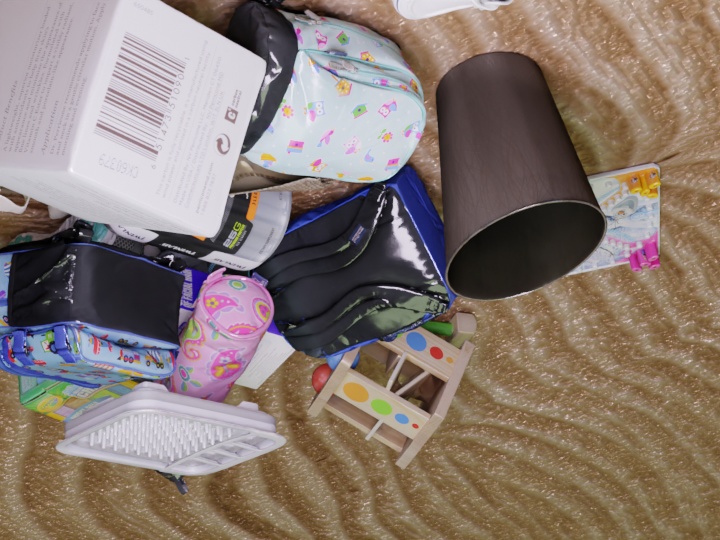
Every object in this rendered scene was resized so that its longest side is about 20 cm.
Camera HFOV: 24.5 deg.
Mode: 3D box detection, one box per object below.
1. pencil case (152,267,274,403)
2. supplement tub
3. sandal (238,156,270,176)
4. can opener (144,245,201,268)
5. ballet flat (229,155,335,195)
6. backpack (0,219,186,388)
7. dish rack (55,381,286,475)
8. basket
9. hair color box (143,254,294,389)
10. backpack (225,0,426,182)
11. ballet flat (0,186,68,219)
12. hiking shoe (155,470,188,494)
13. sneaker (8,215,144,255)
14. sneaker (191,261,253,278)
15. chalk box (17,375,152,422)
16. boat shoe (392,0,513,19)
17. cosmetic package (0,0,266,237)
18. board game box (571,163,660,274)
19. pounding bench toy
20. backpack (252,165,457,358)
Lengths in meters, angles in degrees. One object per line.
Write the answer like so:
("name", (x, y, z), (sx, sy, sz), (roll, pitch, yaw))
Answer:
("pencil case", (-0.157, 0.083, 1.730), (0.087, 0.088, 0.200), (5, 143, -22))
("supplement tub", (-0.177, -0.079, 1.646), (0.199, 0.124, 0.122), (16, 141, -36))
("sandal", (-0.058, -0.125, 1.662), (0.199, 0.076, 0.048), (8, 177, -31))
("can opener", (-0.198, -0.017, 1.809), (0.199, 0.053, 0.066), (-28, 140, 26))
("ballet flat", (-0.106, -0.099, 1.584), (0.198, 0.068, 0.046), (-1, -175, -28))
("backpack", (-0.293, 0.041, 1.616), (0.198, 0.136, 0.182), (-7, 165, 31))
("dish rack", (-0.194, 0.161, 1.698), (0.199, 0.044, 0.171), (15, 152, -40))
("basket", (0.142, -0.100, 1.624), (0.135, 0.202, 0.180), (16, 140, -34))
("hair color box", (-0.175, 0.058, 1.814), (0.199, 0.065, 0.109), (16, 139, -29))
("backpack", (-0.039, -0.160, 1.542), (0.198, 0.127, 0.167), (7, 136, -34))
("ballet flat", (-0.324, -0.083, 1.655), (0.198, 0.066, 0.071), (5, 148, -22))
("hiking shoe", (-0.214, 0.192, 2.011), (0.075, 0.200, 0.101), (-26, 107, 26))
("sneaker", (-0.308, -0.002, 1.757), (0.199, 0.078, 0.091), (-17, 146, 39))
("sneaker", (-0.100, 0.027, 1.884), (0.081, 0.074, 0.199), (-24, 146, 31))
("chalk box", (-0.313, 0.094, 1.891), (0.123, 0.125, 0.199), (-28, 143, 28))
("boat shoe", (0.115, -0.268, 1.474), (0.199, 0.066, 0.073), (-27, 145, 26))
("cosmetic package", (-0.219, -0.137, 1.429), (0.199, 0.166, 0.164), (9, 168, 47))
("board game box", (0.251, -0.041, 1.921), (0.198, 0.026, 0.201), (-12, 149, 3))
("pounding bench toy", (0.041, 0.101, 2.015), (0.155, 0.201, 0.124), (30, 138, -3))
("backpack", (0.000, 0.000, 1.772), (0.199, 0.164, 0.168), (-26, -177, 19))
